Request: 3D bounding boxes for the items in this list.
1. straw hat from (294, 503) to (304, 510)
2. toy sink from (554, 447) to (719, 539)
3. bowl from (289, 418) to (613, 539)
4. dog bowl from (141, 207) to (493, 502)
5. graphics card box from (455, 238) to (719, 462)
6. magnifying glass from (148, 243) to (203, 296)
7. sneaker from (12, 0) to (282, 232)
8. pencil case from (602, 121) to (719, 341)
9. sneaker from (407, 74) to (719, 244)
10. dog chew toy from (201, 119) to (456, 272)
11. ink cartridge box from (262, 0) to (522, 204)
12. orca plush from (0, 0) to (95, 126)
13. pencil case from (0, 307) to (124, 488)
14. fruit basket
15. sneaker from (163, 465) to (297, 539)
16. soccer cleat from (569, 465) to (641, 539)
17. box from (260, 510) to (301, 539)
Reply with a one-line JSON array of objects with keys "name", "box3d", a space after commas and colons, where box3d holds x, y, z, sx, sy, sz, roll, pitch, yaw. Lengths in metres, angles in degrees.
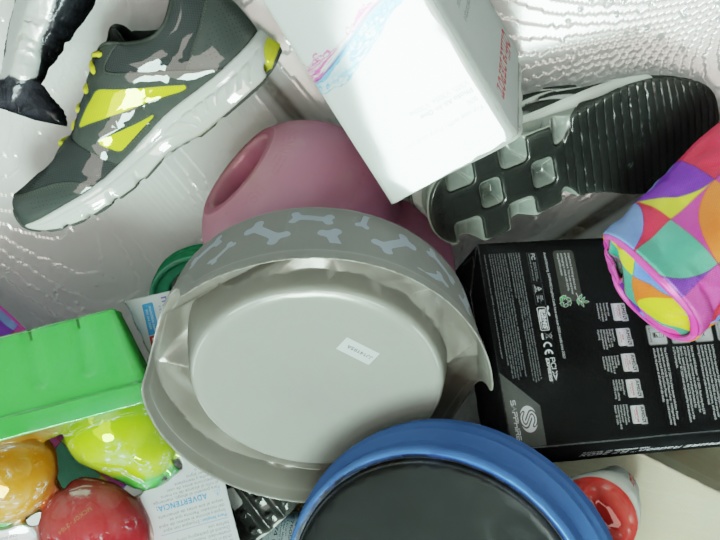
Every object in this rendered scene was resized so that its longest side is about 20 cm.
[{"name": "straw hat", "box3d": [-0.098, 0.254, 1.061, 0.199, 0.085, 0.203, 3, 115, 6]}, {"name": "toy sink", "box3d": [0.174, 0.152, 0.968, 0.199, 0.112, 0.131, 26, 114, -6]}, {"name": "bowl", "box3d": [0.047, 0.186, 0.828, 0.199, 0.039, 0.202, 5, 102, 22]}, {"name": "dog bowl", "box3d": [-0.024, 0.048, 0.845, 0.198, 0.059, 0.201, 1, 133, 1]}, {"name": "graphics card box", "box3d": [0.163, 0.045, 0.881, 0.198, 0.126, 0.051, -4, 162, -17]}, {"name": "magnifying glass", "box3d": [-0.042, 0.033, 0.986, 0.198, 0.022, 0.080, 12, 119, -1]}, {"name": "sneaker", "box3d": [-0.144, -0.102, 0.914, 0.199, 0.075, 0.085, -36, 101, 11]}, {"name": "pencil case", "box3d": [0.223, -0.052, 0.839, 0.200, 0.088, 0.089, -43, 107, -12]}, {"name": "sneaker", "box3d": [0.116, -0.082, 0.891, 0.198, 0.089, 0.075, -15, 119, -14]}, {"name": "dog chew toy", "box3d": [0.000, 0.000, 0.915, 0.200, 0.125, 0.124, 39, 113, -20]}, {"name": "ink cartridge box", "box3d": [0.007, -0.159, 0.821, 0.087, 0.146, 0.201, -29, 109, 19]}, {"name": "orca plush", "box3d": [-0.149, -0.181, 0.863, 0.071, 0.105, 0.202, 13, 84, -37]}, {"name": "pencil case", "box3d": [-0.231, 0.083, 0.989, 0.200, 0.089, 0.088, 42, 113, -14]}, {"name": "fruit basket", "box3d": [-0.175, 0.130, 0.901, 0.184, 0.094, 0.202, -15, 93, -6]}, {"name": "sneaker", "box3d": [-0.108, 0.159, 0.988, 0.199, 0.090, 0.067, -35, 92, 24]}, {"name": "soccer cleat", "box3d": [0.083, 0.177, 0.882, 0.200, 0.085, 0.069, -37, 86, 22]}, {"name": "box", "box3d": [-0.045, 0.256, 0.957, 0.040, 0.137, 0.202, 13, 76, -31]}]
